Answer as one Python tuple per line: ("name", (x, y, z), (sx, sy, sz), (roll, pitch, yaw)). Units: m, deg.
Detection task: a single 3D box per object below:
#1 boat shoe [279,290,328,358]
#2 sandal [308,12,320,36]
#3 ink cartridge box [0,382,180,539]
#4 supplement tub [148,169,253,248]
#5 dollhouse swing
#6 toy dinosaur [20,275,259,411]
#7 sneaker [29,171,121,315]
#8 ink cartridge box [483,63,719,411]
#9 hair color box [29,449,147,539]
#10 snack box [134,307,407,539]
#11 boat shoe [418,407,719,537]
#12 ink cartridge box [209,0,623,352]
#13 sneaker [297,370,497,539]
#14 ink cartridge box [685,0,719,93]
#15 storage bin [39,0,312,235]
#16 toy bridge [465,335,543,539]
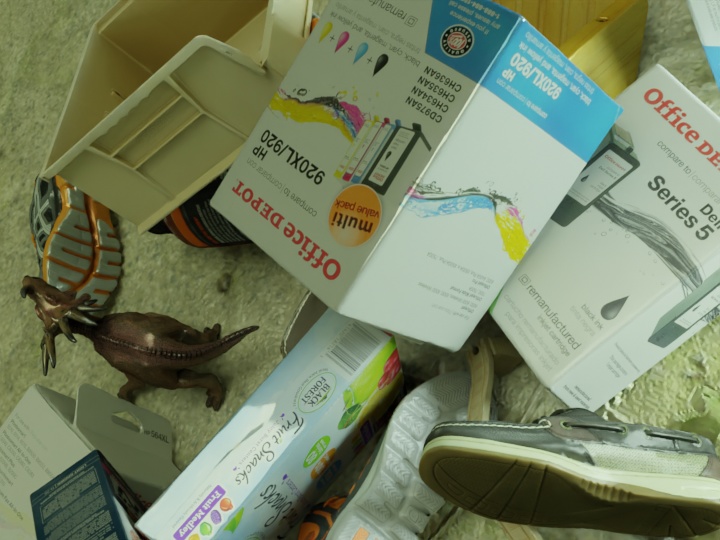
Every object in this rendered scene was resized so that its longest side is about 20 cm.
("boat shoe", (0.000, 0.000, 0.816), (0.200, 0.060, 0.072), (-48, 54, 2))
("sandal", (-0.023, -0.158, 0.797), (0.207, 0.059, 0.079), (-108, 38, -59))
("ink cartridge box", (-0.233, 0.198, 0.818), (0.125, 0.129, 0.200), (35, 88, 37))
("supplement tub", (-0.102, -0.075, 0.882), (0.200, 0.107, 0.107), (-6, 65, 28))
("dollhouse swing", (0.095, -0.216, 0.776), (0.200, 0.176, 0.182), (21, 47, 35))
("toy dinosaur", (-0.190, 0.061, 0.853), (0.200, 0.136, 0.086), (1, 69, 30))
("sneaker", (-0.286, -0.031, 0.998), (0.077, 0.078, 0.200), (-28, 52, 33))
("ink cartridge box", (0.179, -0.021, 0.705), (0.200, 0.084, 0.146), (-40, 54, 9))
("hair color box", (-0.152, 0.201, 0.651), (0.060, 0.100, 0.200), (-35, 22, -10))
("snack box", (-0.052, 0.127, 0.710), (0.053, 0.142, 0.200), (37, 75, 21))
("boat shoe", (0.133, 0.120, 0.639), (0.200, 0.073, 0.065), (13, 47, -10))
("ink cartridge box", (0.034, -0.074, 0.666), (0.147, 0.145, 0.200), (39, 101, 37))
("sneaker", (0.014, 0.155, 0.725), (0.200, 0.078, 0.112), (-47, 5, -32))
("ink cartridge box", (0.319, -0.213, 0.676), (0.200, 0.145, 0.085), (-16, 59, 24))
("storage bin", (-0.134, -0.164, 0.800), (0.198, 0.094, 0.200), (-33, 36, 30))
("toy bridge", (0.106, 0.135, 0.685), (0.027, 0.067, 0.200), (-44, 48, 39))
